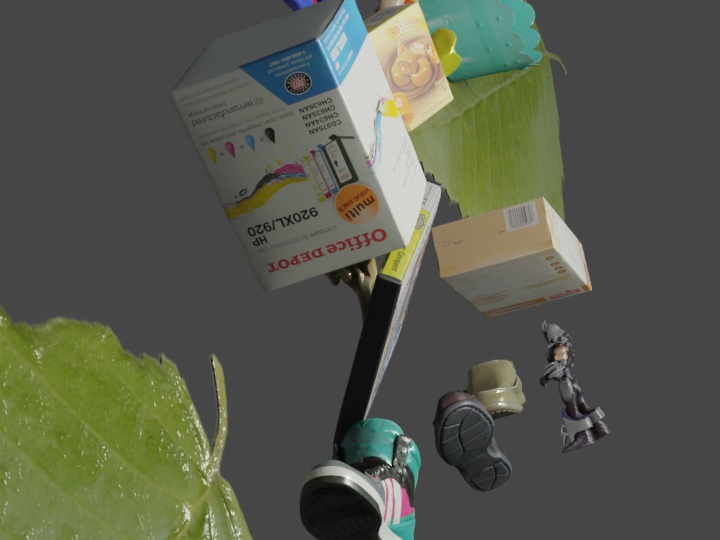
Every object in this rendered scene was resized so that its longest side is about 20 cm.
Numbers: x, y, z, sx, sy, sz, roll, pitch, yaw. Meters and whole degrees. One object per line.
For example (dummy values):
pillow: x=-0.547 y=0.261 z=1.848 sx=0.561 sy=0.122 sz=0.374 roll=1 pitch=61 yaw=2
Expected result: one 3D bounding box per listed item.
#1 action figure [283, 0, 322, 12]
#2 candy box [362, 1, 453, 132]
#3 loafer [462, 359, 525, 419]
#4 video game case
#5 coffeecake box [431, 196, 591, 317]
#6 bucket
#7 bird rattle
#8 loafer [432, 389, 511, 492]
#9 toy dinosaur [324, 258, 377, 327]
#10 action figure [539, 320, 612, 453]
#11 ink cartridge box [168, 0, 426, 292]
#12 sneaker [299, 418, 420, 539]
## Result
action figure: x=-0.043 y=-0.298 z=1.590 sx=0.200 sy=0.099 sz=0.065 roll=48 pitch=32 yaw=-59
candy box: x=0.003 y=-0.183 z=1.546 sx=0.200 sy=0.055 sz=0.116 roll=-39 pitch=115 yaw=-38
loafer: x=0.160 y=0.147 z=1.849 sx=0.200 sy=0.076 sz=0.068 roll=1 pitch=72 yaw=-81
video game case: x=0.026 y=0.040 z=1.406 sx=0.181 sy=0.025 sz=0.200 roll=-65 pitch=172 yaw=-55
coffeecake box: x=0.201 y=-0.013 z=1.968 sx=0.200 sy=0.153 sz=0.073 roll=38 pitch=40 yaw=-62
bucket: x=0.177 y=-0.386 z=2.250 sx=0.207 sy=0.135 sz=0.208 roll=-15 pitch=90 yaw=-72
bird rattle: x=0.036 y=-0.266 z=1.771 sx=0.200 sy=0.112 sz=0.163 roll=-37 pitch=129 yaw=-61
loafer: x=0.119 y=0.187 z=1.717 sx=0.063 sy=0.072 sz=0.200 roll=63 pitch=1 yaw=38
toy dinosaur: x=0.000 y=0.000 z=1.515 sx=0.101 sy=0.058 sz=0.200 roll=47 pitch=32 yaw=-57
action figure: x=0.315 y=0.171 z=2.299 sx=0.130 sy=0.069 sz=0.200 roll=-10 pitch=80 yaw=-65
ink cartridge box: x=-0.048 y=-0.113 z=1.322 sx=0.145 sy=0.147 sz=0.200 roll=-70 pitch=140 yaw=-62
sneaker: x=0.003 y=0.180 z=1.318 sx=0.200 sy=0.083 sz=0.121 roll=62 pitch=25 yaw=-55
